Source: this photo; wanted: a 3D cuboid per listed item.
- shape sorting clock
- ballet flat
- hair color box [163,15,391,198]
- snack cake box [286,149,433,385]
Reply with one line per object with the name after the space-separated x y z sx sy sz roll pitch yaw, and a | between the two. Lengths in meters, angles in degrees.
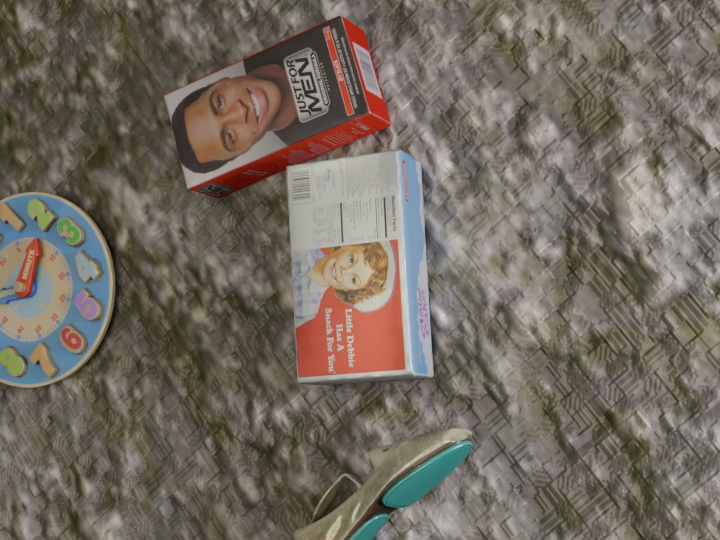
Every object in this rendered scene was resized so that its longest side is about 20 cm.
-0.342 0.019 1.316 0.198 0.039 0.203 -3 83 23 | shape sorting clock
0.013 0.193 1.135 0.200 0.067 0.063 -44 60 12 | ballet flat
-0.080 -0.152 1.213 0.198 0.061 0.103 -21 77 20 | hair color box
0.000 0.000 1.159 0.114 0.067 0.203 -5 82 20 | snack cake box
